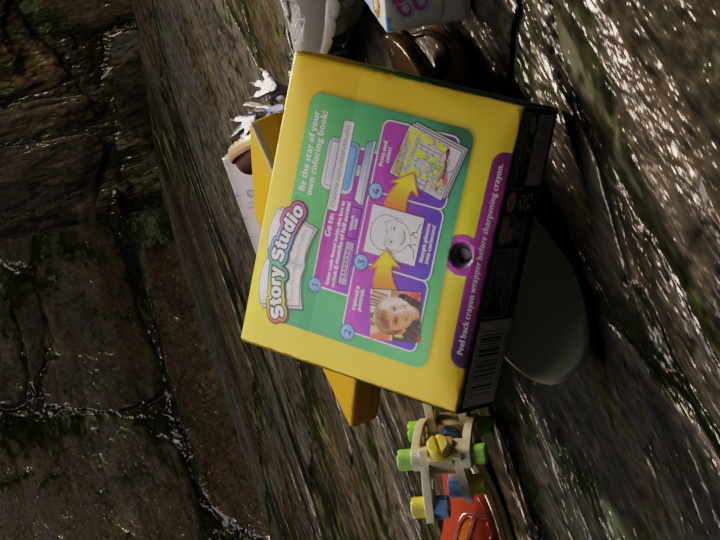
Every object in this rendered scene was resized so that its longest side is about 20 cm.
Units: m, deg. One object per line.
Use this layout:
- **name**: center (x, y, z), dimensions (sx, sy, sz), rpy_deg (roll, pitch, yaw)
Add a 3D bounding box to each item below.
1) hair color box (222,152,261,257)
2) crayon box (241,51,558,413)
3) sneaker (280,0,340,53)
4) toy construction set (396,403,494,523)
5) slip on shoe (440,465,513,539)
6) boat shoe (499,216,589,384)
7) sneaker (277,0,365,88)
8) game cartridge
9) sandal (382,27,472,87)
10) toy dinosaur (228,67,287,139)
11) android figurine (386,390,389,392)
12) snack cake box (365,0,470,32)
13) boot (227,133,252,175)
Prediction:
- **hair color box**: center (-0.056, -0.040, 1.689), dimensions (0.061, 0.099, 0.200), rpy_deg (-51, -53, -57)
- **crayon box**: center (0.022, -0.028, 1.093), dimensions (0.172, 0.058, 0.200), rpy_deg (18, 101, 30)
- **sneaker**: center (-0.067, -0.256, 1.278), dimensions (0.075, 0.082, 0.200), rpy_deg (-143, 40, -75)
- **toy construction set**: center (0.067, 0.092, 1.346), dimensions (0.131, 0.092, 0.200), rpy_deg (-77, -8, -54)
- **slip on shoe**: center (0.095, 0.231, 1.455), dimensions (0.074, 0.061, 0.200), rpy_deg (97, 159, -66)
- **boat shoe**: center (0.104, -0.007, 1.139), dimensions (0.201, 0.070, 0.072), rpy_deg (64, -171, 27)
- **sneaker**: center (-0.031, -0.203, 1.543), dimensions (0.199, 0.076, 0.114), rpy_deg (-131, 27, -74)
- **game cartridge**: center (-0.032, 0.003, 1.264), dimensions (0.176, 0.032, 0.200), rpy_deg (96, 150, -69)
- **sandal**: center (0.055, -0.144, 1.237), dimensions (0.200, 0.055, 0.082), rpy_deg (-63, -48, -83)
- **toy dinosaur**: center (-0.067, -0.131, 1.785), dimensions (0.181, 0.200, 0.105), rpy_deg (33, -111, -50)
- **android figurine**: center (0.000, 0.000, 1.282), dimensions (0.200, 0.041, 0.182), rpy_deg (-133, 24, -72)
- **snack cake box**: center (0.016, -0.272, 1.226), dimensions (0.200, 0.067, 0.115), rpy_deg (-117, 18, -52)
- **boot**: center (-0.013, -0.054, 1.385), dimensions (0.200, 0.072, 0.166), rpy_deg (-12, 100, 37)
